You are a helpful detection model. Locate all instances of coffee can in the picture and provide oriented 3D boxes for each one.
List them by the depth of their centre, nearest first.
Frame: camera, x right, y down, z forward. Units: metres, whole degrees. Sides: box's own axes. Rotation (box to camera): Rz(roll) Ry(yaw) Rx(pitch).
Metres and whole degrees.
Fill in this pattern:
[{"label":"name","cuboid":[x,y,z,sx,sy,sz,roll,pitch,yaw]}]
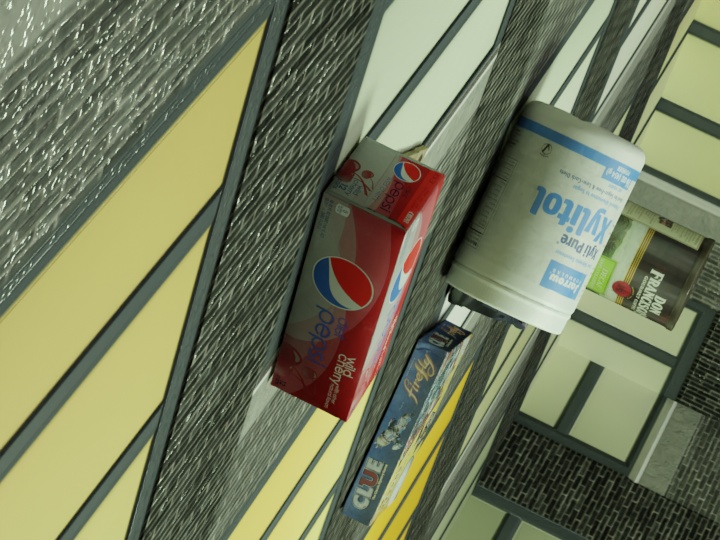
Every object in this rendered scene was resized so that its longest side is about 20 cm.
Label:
[{"label":"coffee can","cuboid":[0.393,-0.020,3.491,0.147,0.200,0.146,-61,171,-18]}]

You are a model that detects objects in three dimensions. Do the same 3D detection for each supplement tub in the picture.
[{"label":"supplement tub","cuboid":[0.181,-0.053,2.350,0.200,0.132,0.132,-66,171,4]}]

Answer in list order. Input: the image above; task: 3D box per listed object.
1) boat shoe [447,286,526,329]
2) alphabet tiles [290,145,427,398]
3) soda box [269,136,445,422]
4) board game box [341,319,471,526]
[{"label":"boat shoe","cuboid":[0.167,-0.015,2.503,0.200,0.093,0.075,-56,168,-43]},{"label":"alphabet tiles","cuboid":[0.000,0.000,1.826,0.200,0.006,0.166,-66,171,12]},{"label":"soda box","cuboid":[-0.004,0.009,1.641,0.070,0.063,0.200,-56,168,-43]},{"label":"board game box","cuboid":[0.048,0.155,2.475,0.200,0.035,0.135,-66,172,11]}]
